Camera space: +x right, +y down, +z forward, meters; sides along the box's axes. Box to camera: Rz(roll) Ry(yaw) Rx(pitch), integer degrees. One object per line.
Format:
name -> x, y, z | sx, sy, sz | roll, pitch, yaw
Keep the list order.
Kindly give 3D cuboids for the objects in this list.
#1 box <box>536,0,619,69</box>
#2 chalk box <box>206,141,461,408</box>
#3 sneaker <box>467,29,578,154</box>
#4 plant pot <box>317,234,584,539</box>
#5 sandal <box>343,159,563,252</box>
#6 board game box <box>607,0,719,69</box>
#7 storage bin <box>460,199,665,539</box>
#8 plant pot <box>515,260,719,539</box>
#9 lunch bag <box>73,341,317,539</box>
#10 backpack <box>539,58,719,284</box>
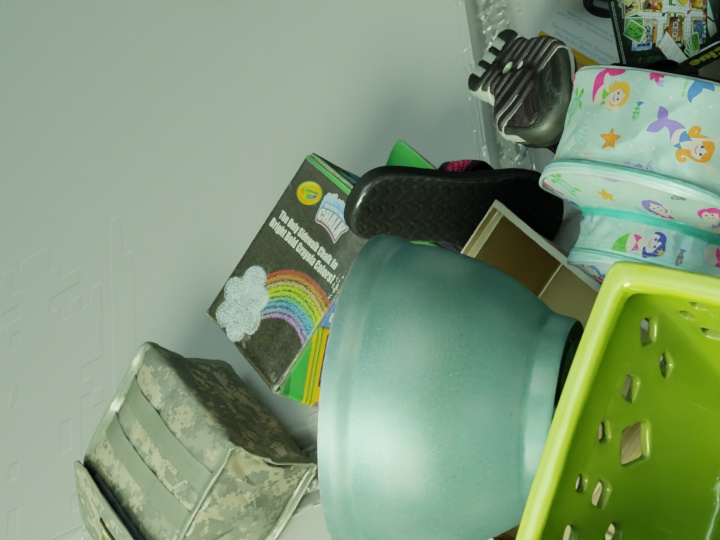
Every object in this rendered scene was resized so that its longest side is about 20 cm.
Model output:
box -> 0.225, -0.223, 1.227 | 0.201, 0.041, 0.119 | -56, 44, 6
chalk box -> 0.000, 0.000, 1.271 | 0.201, 0.123, 0.125 | -55, 43, 8
sneaker -> 0.152, -0.113, 1.179 | 0.076, 0.115, 0.200 | -52, 17, 12
plant pot -> 0.067, 0.083, 1.012 | 0.133, 0.200, 0.202 | 5, 73, 18
sandal -> 0.069, -0.052, 1.181 | 0.045, 0.198, 0.076 | 50, 124, 45
board game box -> 0.223, -0.231, 1.187 | 0.104, 0.023, 0.202 | -27, 54, 34
storage bin -> 0.122, 0.094, 1.140 | 0.199, 0.093, 0.200 | -56, 44, 8
plant pot -> 0.231, 0.129, 0.942 | 0.198, 0.181, 0.202 | 16, 82, 37
lunch bag -> -0.155, 0.189, 1.352 | 0.164, 0.117, 0.201 | 44, 109, 45
backpack -> 0.212, -0.048, 1.033 | 0.177, 0.199, 0.152 | 16, 78, 46
